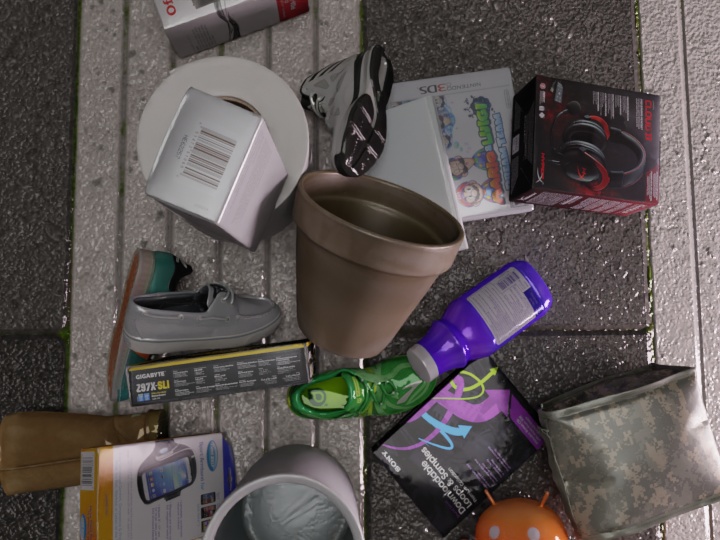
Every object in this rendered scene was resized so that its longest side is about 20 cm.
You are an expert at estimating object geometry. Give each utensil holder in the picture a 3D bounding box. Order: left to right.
[{"bbox_3d":[-0.081,0.297,0.701,0.167,0.200,0.173,0,85,-3],"label":"utensil holder"}]

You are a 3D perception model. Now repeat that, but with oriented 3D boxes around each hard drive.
[{"bbox_3d":[0.056,-0.112,0.806,0.130,0.026,0.203,-14,84,19],"label":"hard drive"}]

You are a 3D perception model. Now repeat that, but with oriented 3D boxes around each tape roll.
[{"bbox_3d":[-0.160,-0.142,0.768,0.200,0.139,0.206,0,84,-1],"label":"tape roll"}]

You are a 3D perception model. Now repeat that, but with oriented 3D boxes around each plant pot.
[{"bbox_3d":[0.000,0.000,0.724,0.198,0.200,0.175,19,113,0],"label":"plant pot"}]

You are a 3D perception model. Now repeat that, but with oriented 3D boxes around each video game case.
[{"bbox_3d":[0.132,-0.167,0.838,0.179,0.024,0.203,-8,86,-2],"label":"video game case"}]

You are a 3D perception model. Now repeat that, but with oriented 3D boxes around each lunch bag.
[{"bbox_3d":[0.325,0.224,0.764,0.197,0.118,0.166,-15,87,-8],"label":"lunch bag"}]

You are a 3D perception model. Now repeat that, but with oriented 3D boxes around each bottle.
[{"bbox_3d":[0.149,0.067,0.777,0.199,0.065,0.084,-33,83,-18],"label":"bottle"}]

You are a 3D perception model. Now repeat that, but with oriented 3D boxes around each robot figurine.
[{"bbox_3d":[0.198,0.371,0.746,0.115,0.144,0.203,-3,86,-24],"label":"robot figurine"}]

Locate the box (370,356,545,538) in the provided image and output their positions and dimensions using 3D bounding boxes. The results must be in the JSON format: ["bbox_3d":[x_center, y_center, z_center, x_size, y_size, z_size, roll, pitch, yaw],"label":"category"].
[{"bbox_3d":[0.132,0.222,0.798,0.200,0.036,0.143,-41,87,-3],"label":"box"}]

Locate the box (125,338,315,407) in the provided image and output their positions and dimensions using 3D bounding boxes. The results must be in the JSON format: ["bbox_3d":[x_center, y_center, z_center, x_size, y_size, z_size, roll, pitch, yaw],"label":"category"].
[{"bbox_3d":[-0.154,0.118,0.735,0.197,0.160,0.050,-7,84,-2],"label":"box"}]

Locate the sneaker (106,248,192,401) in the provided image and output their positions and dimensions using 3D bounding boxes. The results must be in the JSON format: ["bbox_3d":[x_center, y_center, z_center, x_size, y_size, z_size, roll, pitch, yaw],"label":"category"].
[{"bbox_3d":[-0.267,0.076,0.778,0.079,0.071,0.202,12,101,-32],"label":"sneaker"}]

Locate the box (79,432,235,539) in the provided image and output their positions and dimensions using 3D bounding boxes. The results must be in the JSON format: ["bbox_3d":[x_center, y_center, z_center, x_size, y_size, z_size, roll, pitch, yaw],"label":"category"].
[{"bbox_3d":[-0.230,0.260,0.722,0.041,0.199,0.121,-12,76,31],"label":"box"}]

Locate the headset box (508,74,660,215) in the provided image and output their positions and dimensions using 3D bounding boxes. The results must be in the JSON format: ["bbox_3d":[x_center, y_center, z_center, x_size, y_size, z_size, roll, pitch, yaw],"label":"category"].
[{"bbox_3d":[0.304,-0.159,0.806,0.197,0.075,0.151,6,82,-10],"label":"headset box"}]

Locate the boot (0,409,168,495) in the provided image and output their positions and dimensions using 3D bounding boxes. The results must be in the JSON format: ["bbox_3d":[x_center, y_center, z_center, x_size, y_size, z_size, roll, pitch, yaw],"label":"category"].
[{"bbox_3d":[-0.343,0.262,0.767,0.197,0.066,0.178,-4,76,-2],"label":"boot"}]

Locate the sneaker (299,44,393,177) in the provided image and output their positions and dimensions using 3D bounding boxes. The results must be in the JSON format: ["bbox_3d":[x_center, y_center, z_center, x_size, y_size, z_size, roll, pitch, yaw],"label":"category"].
[{"bbox_3d":[-0.028,-0.196,0.792,0.114,0.076,0.203,-6,55,31],"label":"sneaker"}]

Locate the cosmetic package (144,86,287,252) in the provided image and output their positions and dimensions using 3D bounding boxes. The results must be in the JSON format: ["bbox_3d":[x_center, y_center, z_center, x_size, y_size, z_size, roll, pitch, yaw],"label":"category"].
[{"bbox_3d":[-0.129,-0.086,0.594,0.073,0.200,0.103,23,84,0],"label":"cosmetic package"}]

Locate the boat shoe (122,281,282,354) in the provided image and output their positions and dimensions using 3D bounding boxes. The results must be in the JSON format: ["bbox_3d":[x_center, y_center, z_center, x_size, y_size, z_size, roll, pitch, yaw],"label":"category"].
[{"bbox_3d":[-0.186,0.048,0.748,0.198,0.072,0.069,-2,121,-27],"label":"boat shoe"}]

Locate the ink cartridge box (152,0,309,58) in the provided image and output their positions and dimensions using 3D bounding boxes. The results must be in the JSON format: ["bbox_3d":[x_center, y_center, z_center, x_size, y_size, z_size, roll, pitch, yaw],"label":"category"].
[{"bbox_3d":[-0.185,-0.398,0.817,0.198,0.083,0.148,-22,87,-4],"label":"ink cartridge box"}]

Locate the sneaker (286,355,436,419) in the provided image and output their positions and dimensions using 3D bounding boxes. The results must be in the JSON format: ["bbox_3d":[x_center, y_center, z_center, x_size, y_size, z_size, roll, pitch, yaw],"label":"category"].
[{"bbox_3d":[0.004,0.156,0.775,0.197,0.084,0.075,-11,85,-4],"label":"sneaker"}]
